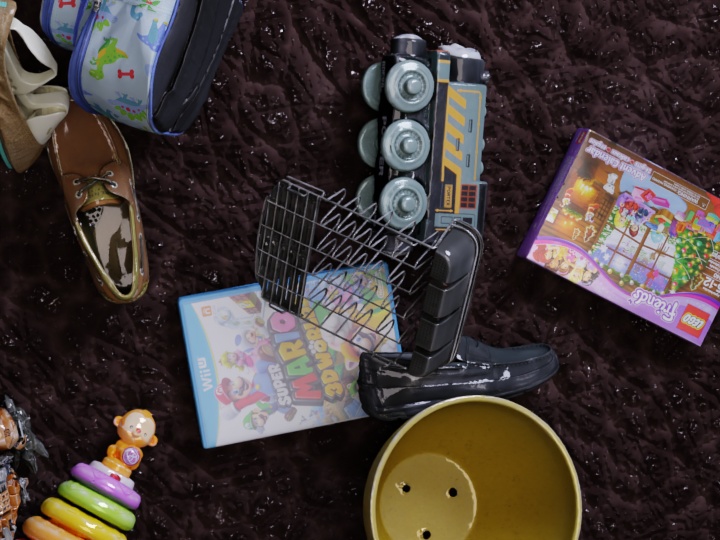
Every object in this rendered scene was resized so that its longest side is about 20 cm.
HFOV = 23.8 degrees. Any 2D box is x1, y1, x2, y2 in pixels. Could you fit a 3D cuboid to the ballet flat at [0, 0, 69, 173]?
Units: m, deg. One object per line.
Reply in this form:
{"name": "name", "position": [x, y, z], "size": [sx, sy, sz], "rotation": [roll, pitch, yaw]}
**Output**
{"name": "ballet flat", "position": [-0.290, -0.158, 1.455], "size": [0.072, 0.068, 0.200], "rotation": [-9, 139, 3]}

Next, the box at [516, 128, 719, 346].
{"name": "box", "position": [0.268, -0.031, 1.638], "size": [0.200, 0.039, 0.137], "rotation": [26, 91, -12]}

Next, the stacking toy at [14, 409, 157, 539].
{"name": "stacking toy", "position": [-0.241, 0.216, 1.546], "size": [0.116, 0.110, 0.200], "rotation": [31, 78, -10]}

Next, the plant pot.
{"name": "plant pot", "position": [0.083, 0.216, 1.567], "size": [0.199, 0.142, 0.201], "rotation": [2, 84, -18]}

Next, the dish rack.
{"name": "dish rack", "position": [0.000, 0.000, 1.520], "size": [0.200, 0.055, 0.154], "rotation": [25, 126, 18]}

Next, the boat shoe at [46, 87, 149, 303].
{"name": "boat shoe", "position": [-0.230, -0.069, 1.525], "size": [0.072, 0.068, 0.200], "rotation": [-20, 98, -7]}

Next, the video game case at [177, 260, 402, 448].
{"name": "video game case", "position": [-0.061, 0.078, 1.598], "size": [0.199, 0.018, 0.144], "rotation": [-10, 98, -9]}

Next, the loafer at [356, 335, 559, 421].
{"name": "loafer", "position": [0.093, 0.089, 1.595], "size": [0.200, 0.068, 0.071], "rotation": [-10, 100, -18]}

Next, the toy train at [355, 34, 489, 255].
{"name": "toy train", "position": [0.061, -0.113, 1.567], "size": [0.114, 0.085, 0.201], "rotation": [2, 94, -23]}

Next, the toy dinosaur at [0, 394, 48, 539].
{"name": "toy dinosaur", "position": [-0.324, 0.152, 1.490], "size": [0.102, 0.136, 0.201], "rotation": [13, 83, -7]}

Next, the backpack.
{"name": "backpack", "position": [-0.185, -0.224, 1.466], "size": [0.147, 0.183, 0.201], "rotation": [16, 92, 11]}
